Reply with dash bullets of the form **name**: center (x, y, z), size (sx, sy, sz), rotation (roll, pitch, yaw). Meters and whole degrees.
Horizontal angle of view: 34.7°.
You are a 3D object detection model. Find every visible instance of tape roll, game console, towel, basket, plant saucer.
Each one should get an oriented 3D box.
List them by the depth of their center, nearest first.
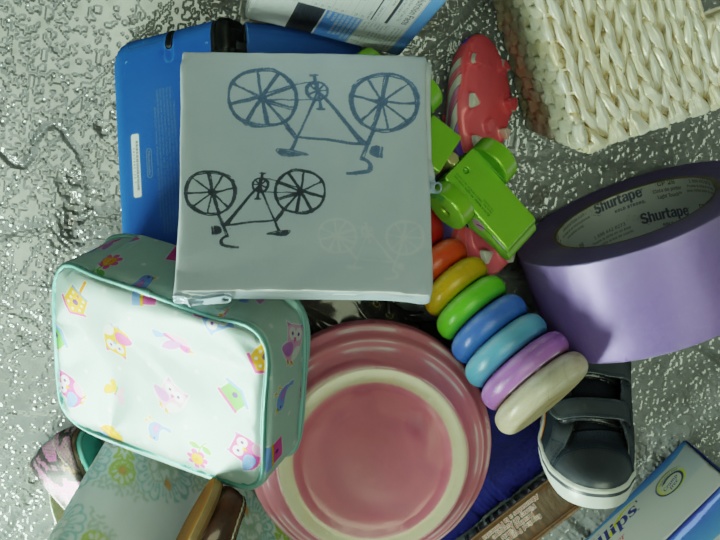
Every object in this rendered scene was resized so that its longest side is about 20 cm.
- **basket**: center (0.194, -0.211, 0.886), size (0.159, 0.200, 0.201), rotation (-19, 104, 1)
- **plant saucer**: center (0.008, 0.142, 0.909), size (0.197, 0.051, 0.204), rotation (-1, 101, -3)
- **game console**: center (-0.093, -0.085, 0.915), size (0.169, 0.118, 0.203), rotation (-6, 85, 30)
- **tape roll**: center (0.232, -0.010, 0.926), size (0.198, 0.200, 0.086), rotation (-23, 105, -4)
- **towel**: center (-0.149, 0.229, 0.935), size (0.200, 0.172, 0.048), rotation (43, 129, -17)
- **towel**: center (0.064, 0.163, 0.989), size (0.199, 0.050, 0.148), rotation (-38, 122, 4)

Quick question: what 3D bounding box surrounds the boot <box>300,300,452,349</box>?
- **boot**: center (0.000, 0.000, 0.957), size (0.197, 0.069, 0.177), rotation (-5, 101, -9)

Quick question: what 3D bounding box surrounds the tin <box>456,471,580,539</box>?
- **tin**: center (0.134, 0.220, 1.002), size (0.199, 0.112, 0.042), rotation (-37, 78, -2)

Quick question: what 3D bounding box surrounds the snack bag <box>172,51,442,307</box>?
- **snack bag**: center (-0.036, -0.066, 0.814), size (0.185, 0.021, 0.203), rotation (0, 68, -5)

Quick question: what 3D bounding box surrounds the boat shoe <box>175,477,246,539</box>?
- **boat shoe**: center (-0.123, 0.250, 0.833), size (0.070, 0.070, 0.202), rotation (24, 97, -6)

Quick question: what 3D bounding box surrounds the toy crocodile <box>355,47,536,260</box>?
- **toy crocodile**: center (0.056, -0.089, 0.887), size (0.200, 0.062, 0.068), rotation (43, 73, -6)

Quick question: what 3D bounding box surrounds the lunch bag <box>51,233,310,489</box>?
- **lunch bag**: center (-0.135, 0.068, 0.851), size (0.198, 0.077, 0.162), rotation (17, 122, 23)

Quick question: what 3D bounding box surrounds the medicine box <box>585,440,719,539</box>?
- **medicine box**: center (0.310, 0.297, 1.050), size (0.182, 0.103, 0.200), rotation (-45, 105, 1)

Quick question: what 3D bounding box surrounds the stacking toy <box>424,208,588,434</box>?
- **stacking toy**: center (0.085, 0.024, 0.900), size (0.085, 0.085, 0.201), rotation (-37, 74, 0)

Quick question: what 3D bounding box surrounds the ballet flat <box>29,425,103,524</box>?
- **ballet flat**: center (-0.210, 0.225, 0.973), size (0.071, 0.069, 0.201), rotation (-29, 100, 18)

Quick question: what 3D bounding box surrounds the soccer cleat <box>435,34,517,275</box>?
- **soccer cleat**: center (0.086, -0.092, 0.959), size (0.066, 0.076, 0.203), rotation (-1, 87, -42)

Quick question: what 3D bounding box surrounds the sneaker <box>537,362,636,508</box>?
- **sneaker**: center (0.183, 0.105, 0.938), size (0.077, 0.201, 0.080), rotation (2, 118, 5)

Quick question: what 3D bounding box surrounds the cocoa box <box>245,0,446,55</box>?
- **cocoa box**: center (0.003, -0.283, 0.842), size (0.129, 0.133, 0.203), rotation (12, 80, -12)
